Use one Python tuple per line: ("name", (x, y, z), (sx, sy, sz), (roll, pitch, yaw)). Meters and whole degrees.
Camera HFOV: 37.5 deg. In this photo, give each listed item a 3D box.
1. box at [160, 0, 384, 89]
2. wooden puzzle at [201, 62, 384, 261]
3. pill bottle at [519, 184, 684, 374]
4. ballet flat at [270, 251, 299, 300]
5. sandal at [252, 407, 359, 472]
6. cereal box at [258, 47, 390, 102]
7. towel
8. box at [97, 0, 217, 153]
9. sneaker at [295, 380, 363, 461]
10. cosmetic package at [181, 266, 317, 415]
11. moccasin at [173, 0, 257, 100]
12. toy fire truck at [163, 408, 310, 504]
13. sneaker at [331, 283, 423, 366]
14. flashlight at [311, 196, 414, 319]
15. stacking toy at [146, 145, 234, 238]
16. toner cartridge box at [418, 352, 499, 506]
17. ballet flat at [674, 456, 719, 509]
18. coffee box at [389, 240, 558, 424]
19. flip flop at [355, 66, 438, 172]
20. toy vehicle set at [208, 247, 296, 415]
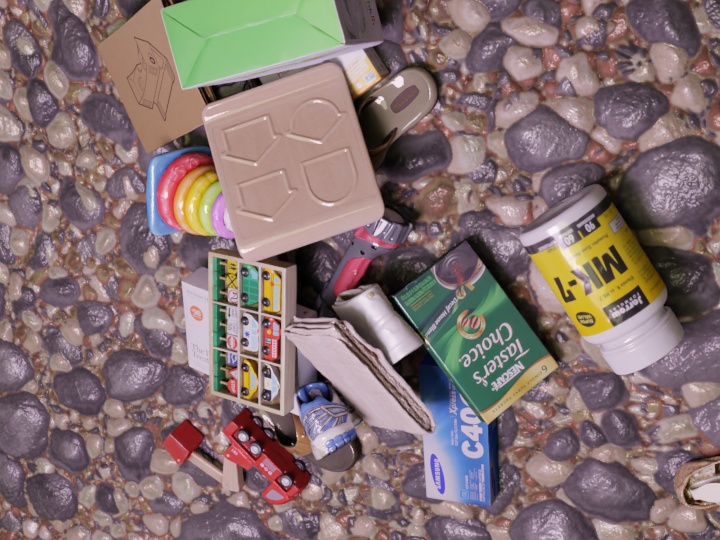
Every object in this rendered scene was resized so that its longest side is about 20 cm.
("box", (-0.093, -0.276, 1.209), (0.198, 0.176, 0.098), (-11, 100, 19))
("wooden puzzle", (-0.081, -0.130, 1.292), (0.184, 0.046, 0.202), (-18, 82, 5))
("pill bottle", (0.283, 0.012, 1.233), (0.114, 0.114, 0.201), (-32, 94, 30))
("ballet flat", (-0.123, -0.025, 1.430), (0.067, 0.064, 0.202), (8, 112, 22))
("sandal", (-0.093, 0.223, 1.515), (0.200, 0.055, 0.082), (40, 120, 6))
("cereal box", (-0.075, -0.287, 1.323), (0.143, 0.040, 0.201), (-33, 94, 29))
("towel", (-0.001, 0.130, 1.329), (0.200, 0.035, 0.132), (50, 155, -23))
("box", (-0.267, -0.252, 1.387), (0.199, 0.021, 0.165), (-13, 104, 54))
("sneaker", (-0.044, 0.181, 1.407), (0.077, 0.200, 0.086), (-29, 93, 0))
("cosmetic package", (-0.153, 0.096, 1.467), (0.199, 0.052, 0.152), (20, 126, 26))
("moccasin", (-0.181, -0.256, 1.369), (0.074, 0.078, 0.202), (-39, 87, 15))
("toy fire truck", (-0.185, 0.284, 1.583), (0.200, 0.049, 0.141), (45, 121, 2))
("sneaker", (0.010, 0.076, 1.373), (0.116, 0.073, 0.200), (54, 157, 5))
("flashlight", (0.000, 0.000, 1.383), (0.068, 0.068, 0.201), (28, 118, -1))
("stacking toy", (-0.179, -0.082, 1.373), (0.199, 0.109, 0.117), (23, 119, 39))
("toner cartridge box", (0.133, 0.212, 1.416), (0.094, 0.043, 0.202), (4, 111, 24))
("ballet flat", (0.468, 0.243, 1.263), (0.199, 0.065, 0.071), (-30, 95, 30))
("coffee box", (0.143, 0.077, 1.326), (0.123, 0.044, 0.201), (-36, 92, -7))
("flip flop", (0.016, -0.173, 1.315), (0.200, 0.058, 0.081), (-39, 90, 30))
("toy vehicle set", (-0.143, 0.079, 1.390), (0.123, 0.026, 0.202), (11, 108, 29))
